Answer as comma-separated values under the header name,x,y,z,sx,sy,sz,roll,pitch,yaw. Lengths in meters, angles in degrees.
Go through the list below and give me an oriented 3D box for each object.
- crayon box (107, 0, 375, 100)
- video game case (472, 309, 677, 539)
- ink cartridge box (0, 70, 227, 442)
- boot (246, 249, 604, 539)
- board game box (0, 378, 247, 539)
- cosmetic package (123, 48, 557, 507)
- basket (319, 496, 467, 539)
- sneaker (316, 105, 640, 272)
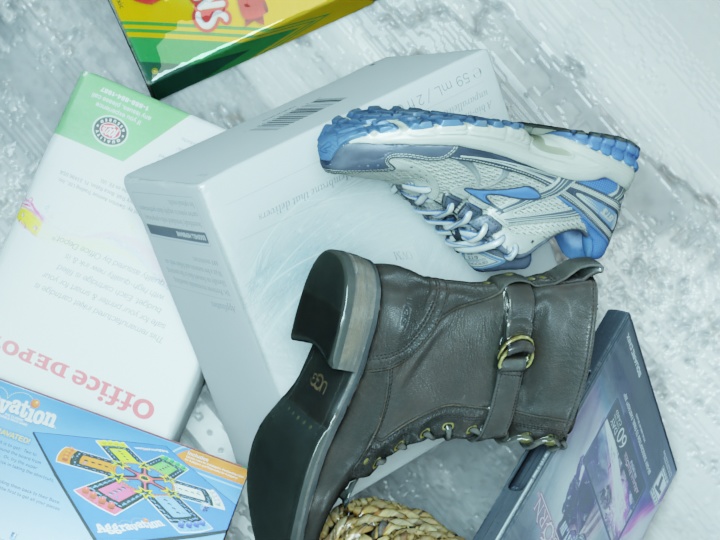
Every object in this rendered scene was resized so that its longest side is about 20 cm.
name,x,y,z,sx,sy,sz,roll,pitch,yaw
crayon box,-0.075,-0.214,1.002,0.199,0.051,0.128,-25,84,-5
video game case,0.131,0.143,0.896,0.019,0.144,0.200,6,45,35
ink cartridge box,-0.147,-0.001,0.955,0.144,0.088,0.201,22,81,1
boot,0.041,0.080,0.798,0.173,0.069,0.202,8,109,-29
board game box,-0.175,0.130,0.874,0.198,0.019,0.104,20,67,1
cosmetic package,0.000,0.000,0.888,0.198,0.123,0.201,-28,108,-24
basket,0.049,0.234,0.860,0.149,0.200,0.143,32,78,39
sneaker,0.067,-0.040,0.811,0.198,0.077,0.086,5,97,-29
